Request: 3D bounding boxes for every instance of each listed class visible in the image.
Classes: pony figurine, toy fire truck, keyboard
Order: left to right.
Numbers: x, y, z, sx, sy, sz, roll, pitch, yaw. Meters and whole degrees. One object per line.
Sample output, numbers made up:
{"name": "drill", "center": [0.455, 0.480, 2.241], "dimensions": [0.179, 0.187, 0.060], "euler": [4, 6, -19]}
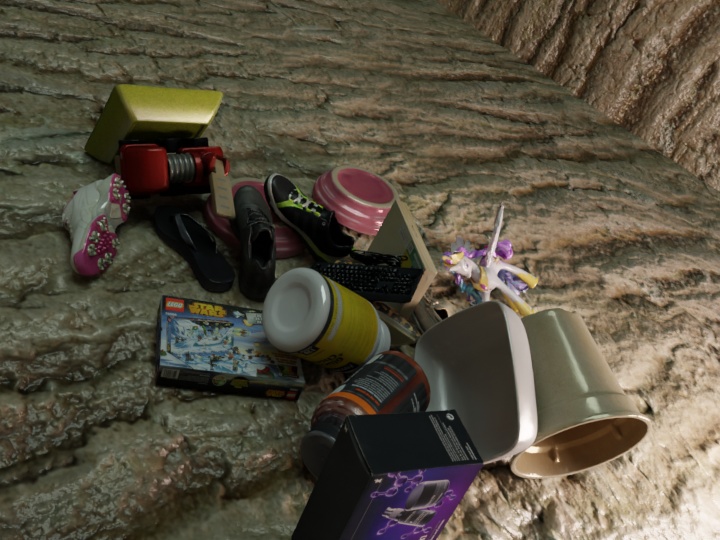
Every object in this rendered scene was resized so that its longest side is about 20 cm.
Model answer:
{"name": "toy fire truck", "center": [-0.286, -0.149, 1.182], "dimensions": [0.172, 0.133, 0.198], "euler": [-8, 11, -34]}
{"name": "keyboard", "center": [0.000, 0.000, 1.152], "dimensions": [0.195, 0.040, 0.105], "euler": [4, 40, 22]}
{"name": "pony figurine", "center": [0.242, -0.009, 1.378], "dimensions": [0.198, 0.167, 0.195], "euler": [36, 38, -9]}

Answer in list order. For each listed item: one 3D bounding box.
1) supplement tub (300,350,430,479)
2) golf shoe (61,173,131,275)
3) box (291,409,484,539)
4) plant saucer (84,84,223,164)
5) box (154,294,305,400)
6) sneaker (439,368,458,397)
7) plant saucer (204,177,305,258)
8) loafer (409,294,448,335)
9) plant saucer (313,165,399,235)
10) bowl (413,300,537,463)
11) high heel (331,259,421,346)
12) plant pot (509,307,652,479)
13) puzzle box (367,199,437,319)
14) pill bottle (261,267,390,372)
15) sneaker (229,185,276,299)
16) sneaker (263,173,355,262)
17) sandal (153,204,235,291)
{"name": "supplement tub", "center": [0.006, 0.190, 0.943], "dimensions": [0.106, 0.109, 0.199], "euler": [35, 34, 17]}
{"name": "golf shoe", "center": [-0.405, -0.063, 1.086], "dimensions": [0.089, 0.077, 0.203], "euler": [-7, 40, 5]}
{"name": "box", "center": [0.024, 0.248, 0.782], "dimensions": [0.138, 0.203, 0.080], "euler": [4, 36, -27]}
{"name": "plant saucer", "center": [-0.357, -0.241, 1.276], "dimensions": [0.196, 0.199, 0.049], "euler": [-8, 70, -39]}
{"name": "box", "center": [-0.180, 0.106, 1.004], "dimensions": [0.195, 0.040, 0.138], "euler": [11, 35, -21]}
{"name": "sneaker", "center": [0.207, 0.190, 1.115], "dimensions": [0.197, 0.076, 0.116], "euler": [-11, 49, -45]}
{"name": "plant saucer", "center": [-0.177, -0.103, 1.300], "dimensions": [0.196, 0.052, 0.203], "euler": [17, 33, -11]}
{"name": "loafer", "center": [0.128, 0.093, 1.187], "dimensions": [0.072, 0.062, 0.202], "euler": [45, 17, -34]}
{"name": "plant saucer", "center": [0.003, -0.150, 1.477], "dimensions": [0.196, 0.052, 0.203], "euler": [17, 33, -12]}
{"name": "bowl", "center": [0.159, 0.159, 0.979], "dimensions": [0.073, 0.198, 0.205], "euler": [12, 63, -33]}
{"name": "high heel", "center": [0.023, 0.045, 1.196], "dimensions": [0.195, 0.073, 0.143], "euler": [20, 37, 11]}
{"name": "plant pot", "center": [0.281, 0.167, 1.036], "dimensions": [0.196, 0.202, 0.187], "euler": [6, 51, -26]}
{"name": "puzzle box", "center": [0.063, -0.010, 1.250], "dimensions": [0.025, 0.135, 0.202], "euler": [15, 33, -25]}
{"name": "pill bottle", "center": [-0.039, 0.079, 1.021], "dimensions": [0.199, 0.112, 0.113], "euler": [31, 16, -52]}
{"name": "sneaker", "center": [-0.163, -0.060, 1.163], "dimensions": [0.074, 0.091, 0.204], "euler": [-4, 59, -20]}
{"name": "sneaker", "center": [-0.079, -0.096, 1.247], "dimensions": [0.201, 0.082, 0.072], "euler": [48, 40, -21]}
{"name": "sandal", "center": [-0.261, -0.047, 1.168], "dimensions": [0.075, 0.043, 0.200], "euler": [-15, 49, -46]}
